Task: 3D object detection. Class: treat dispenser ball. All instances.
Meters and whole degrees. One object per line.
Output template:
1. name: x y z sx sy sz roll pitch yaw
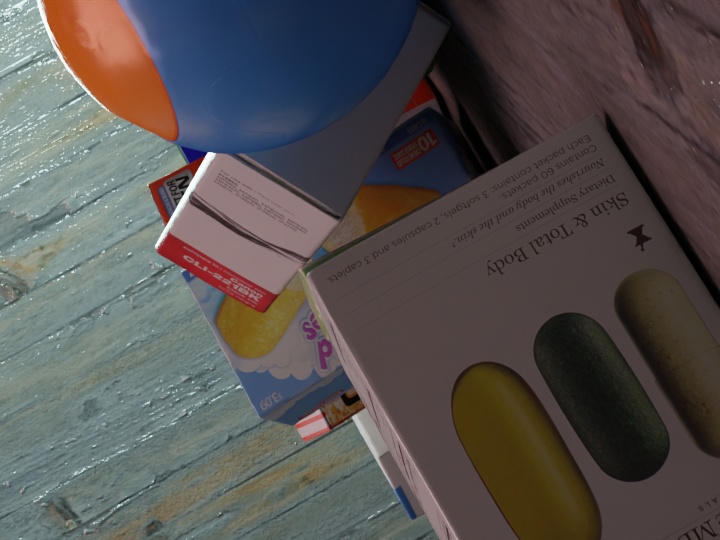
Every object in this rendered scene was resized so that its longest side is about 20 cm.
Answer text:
1. treat dispenser ball: -0.066 -0.160 1.227 0.201 0.200 0.201 61 177 5

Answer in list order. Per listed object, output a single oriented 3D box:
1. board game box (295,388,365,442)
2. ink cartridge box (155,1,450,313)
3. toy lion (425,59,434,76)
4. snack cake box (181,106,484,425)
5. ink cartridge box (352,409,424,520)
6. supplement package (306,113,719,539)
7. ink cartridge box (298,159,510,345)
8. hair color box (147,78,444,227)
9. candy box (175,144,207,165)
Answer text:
1. board game box: 0.002 0.017 1.857 0.046 0.200 0.152 -27 91 56
2. ink cartridge box: -0.037 -0.077 1.428 0.084 0.145 0.200 31 159 -4
3. toy lion: -0.016 -0.195 1.466 0.200 0.069 0.192 57 168 -13
4. snack cake box: 0.000 0.000 1.567 0.115 0.200 0.067 60 -167 17
5. ink cartridge box: 0.049 0.085 2.173 0.200 0.144 0.147 60 178 31
6. supplement package: 0.095 0.070 1.093 0.200 0.151 0.151 60 176 21
7. ink cartridge box: 0.037 -0.014 1.387 0.048 0.145 0.200 62 177 7
8. hair color box: -0.030 -0.051 1.652 0.064 0.199 0.111 61 178 47
9. candy box: -0.069 -0.150 1.703 0.200 0.169 0.077 62 180 -18
